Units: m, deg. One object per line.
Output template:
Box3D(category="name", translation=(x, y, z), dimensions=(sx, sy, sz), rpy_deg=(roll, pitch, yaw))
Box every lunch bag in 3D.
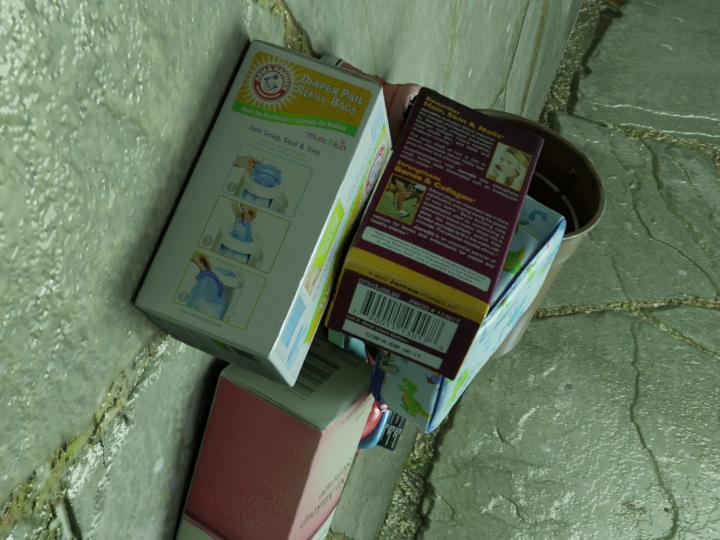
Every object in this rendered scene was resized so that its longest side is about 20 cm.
Box3D(category="lunch bag", translation=(0.091, 0.034, 1.061), dimensions=(0.200, 0.082, 0.162), rpy_deg=(-47, 161, -32))

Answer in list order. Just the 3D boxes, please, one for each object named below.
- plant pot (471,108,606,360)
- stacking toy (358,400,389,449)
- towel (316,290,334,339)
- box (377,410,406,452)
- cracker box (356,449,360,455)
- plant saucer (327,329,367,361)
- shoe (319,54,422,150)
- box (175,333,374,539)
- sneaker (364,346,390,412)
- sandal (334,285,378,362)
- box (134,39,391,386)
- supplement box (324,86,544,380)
Box3D(category="plant pot", translation=(0.127, -0.026, 1.265), dimensions=(0.201, 0.198, 0.200), rpy_deg=(-57, 169, -49))
Box3D(category="stacking toy", translation=(-0.046, 0.131, 1.312), dimensions=(0.200, 0.115, 0.111), rpy_deg=(21, 87, -69))
Box3D(category="towel", translation=(-0.027, 0.030, 1.246), dimensions=(0.200, 0.022, 0.146), rpy_deg=(-34, 140, -68))
Box3D(category="box", translation=(0.071, 0.088, 1.509), dimensions=(0.194, 0.047, 0.202), rpy_deg=(-69, 179, -57))
Box3D(category="cracker box", translation=(0.000, 0.109, 1.481), dimensions=(0.134, 0.057, 0.203), rpy_deg=(-157, -94, -82))
Box3D(category="plant saucer", translation=(0.009, 0.011, 1.263), dimensions=(0.200, 0.027, 0.203), rpy_deg=(18, 89, -77))
Box3D(category="shoe", translation=(0.013, -0.131, 1.095), dimensions=(0.200, 0.090, 0.072), rpy_deg=(45, 66, -79))
Box3D(category="box", translation=(-0.074, 0.170, 1.101), dimensions=(0.128, 0.108, 0.202), rpy_deg=(-38, 151, -57))
Box3D(category="sneaker", translation=(0.052, 0.079, 1.234), dimensions=(0.201, 0.094, 0.080), rpy_deg=(87, -11, -60))
Box3D(category="sandal", translation=(0.000, 0.000, 1.090), dimensions=(0.082, 0.054, 0.202), rpy_deg=(-107, 172, -73))
Box3D(category="box", translation=(-0.061, -0.038, 0.854), dimensions=(0.113, 0.100, 0.203), rpy_deg=(70, 41, -74))
Box3D(category="supplement box", translation=(0.059, -0.032, 0.940), dimensions=(0.086, 0.109, 0.201), rpy_deg=(110, 3, -49))
